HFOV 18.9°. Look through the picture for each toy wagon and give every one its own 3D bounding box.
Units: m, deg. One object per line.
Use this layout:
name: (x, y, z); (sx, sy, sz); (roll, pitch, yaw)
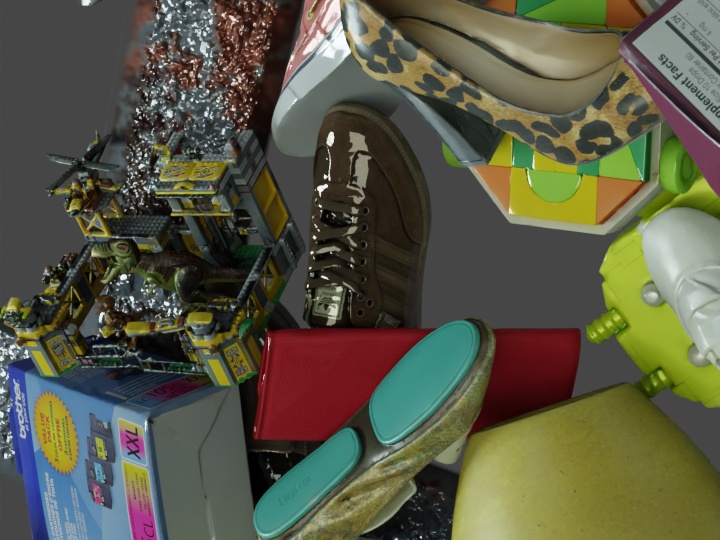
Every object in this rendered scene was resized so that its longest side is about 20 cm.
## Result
toy wagon: (0.120, -0.125, 1.249); (0.154, 0.039, 0.202); (8, 104, 31)

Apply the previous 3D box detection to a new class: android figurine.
android figurine: (0.224, 0.002, 1.272); (0.200, 0.041, 0.182); (-36, 93, 24)

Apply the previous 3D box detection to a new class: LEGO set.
LEGO set: (-0.135, -0.017, 1.326); (0.199, 0.154, 0.116); (8, 138, 34)

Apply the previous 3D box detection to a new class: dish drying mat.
dish drying mat: (0.035, 0.068, 1.314); (0.198, 0.018, 0.077); (1, 120, -16)

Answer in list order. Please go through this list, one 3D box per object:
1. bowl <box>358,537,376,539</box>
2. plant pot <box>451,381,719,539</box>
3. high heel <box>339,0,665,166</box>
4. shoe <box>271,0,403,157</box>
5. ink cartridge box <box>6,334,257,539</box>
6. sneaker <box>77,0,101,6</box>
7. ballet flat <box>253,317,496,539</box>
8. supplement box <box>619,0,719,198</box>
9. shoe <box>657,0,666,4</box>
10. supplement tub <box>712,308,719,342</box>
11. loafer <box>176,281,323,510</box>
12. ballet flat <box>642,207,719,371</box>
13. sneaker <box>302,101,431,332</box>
bowl: (0.003, 0.232, 1.348); (0.199, 0.200, 0.108); (22, 102, 12)
plant pot: (0.134, 0.148, 1.281); (0.199, 0.200, 0.143); (-19, 86, 24)
high heel: (0.085, -0.124, 1.163); (0.199, 0.072, 0.143); (-12, 133, 42)
shoe: (-0.003, -0.158, 1.292); (0.200, 0.071, 0.092); (-53, 44, 47)
ink cartridge box: (-0.157, 0.125, 1.401); (0.199, 0.076, 0.138); (14, 115, 51)
sneaker: (-0.188, -0.220, 1.328); (0.198, 0.075, 0.115); (4, 106, 16)
ballet flat: (0.021, 0.106, 1.284); (0.071, 0.071, 0.200); (46, 109, 1)
supplement box: (0.248, -0.113, 1.057); (0.200, 0.131, 0.103); (-41, 47, 3)
shoe: (0.199, -0.179, 1.140); (0.091, 0.200, 0.072); (-34, 62, 22)
supplement tub: (0.294, -0.013, 1.145); (0.140, 0.140, 0.200); (39, 82, 4)
loafer: (-0.060, 0.095, 1.387); (0.073, 0.071, 0.201); (-25, 97, 25)
ballet flat: (0.230, 0.050, 1.225); (0.069, 0.069, 0.200); (-39, 93, 26)
sneaker: (0.000, 0.000, 1.309); (0.070, 0.076, 0.201); (8, 124, 26)
